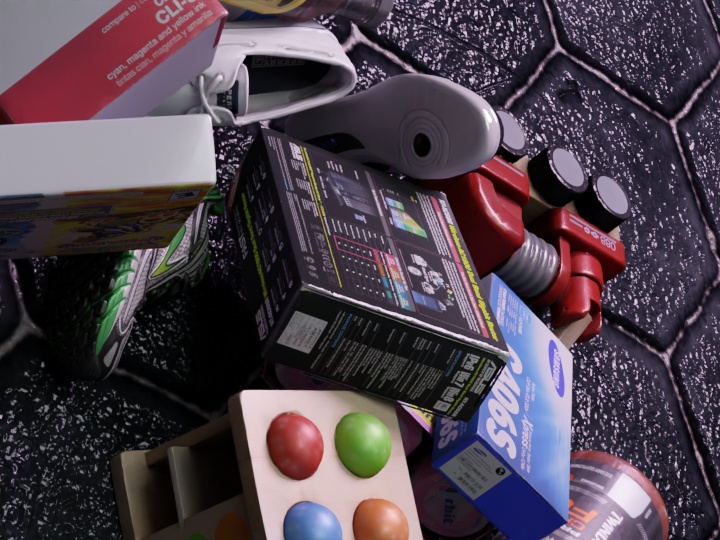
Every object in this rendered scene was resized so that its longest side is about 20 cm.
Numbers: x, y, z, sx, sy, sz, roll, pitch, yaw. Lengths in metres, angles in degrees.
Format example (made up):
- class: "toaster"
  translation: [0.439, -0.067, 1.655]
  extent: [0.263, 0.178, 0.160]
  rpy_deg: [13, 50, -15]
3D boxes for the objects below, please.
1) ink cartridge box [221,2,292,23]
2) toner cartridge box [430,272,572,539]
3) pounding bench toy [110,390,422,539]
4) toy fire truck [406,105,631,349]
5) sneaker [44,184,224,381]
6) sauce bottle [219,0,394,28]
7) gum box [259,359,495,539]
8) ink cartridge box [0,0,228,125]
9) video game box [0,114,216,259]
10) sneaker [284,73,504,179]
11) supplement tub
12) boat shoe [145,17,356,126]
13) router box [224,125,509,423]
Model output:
- class: "ink cartridge box"
  translation: [-0.141, -0.249, 1.351]
  extent: [0.200, 0.084, 0.145]
  rpy_deg: [20, 58, -36]
- class: "toner cartridge box"
  translation: [0.101, 0.094, 1.321]
  extent: [0.095, 0.043, 0.200]
  rpy_deg: [46, 26, -20]
- class: "pounding bench toy"
  translation: [-0.025, 0.153, 1.205]
  extent: [0.200, 0.156, 0.125]
  rpy_deg: [4, 67, -43]
- class: "toy fire truck"
  translation: [0.115, 0.007, 1.459]
  extent: [0.176, 0.129, 0.200]
  rpy_deg: [29, 42, -30]
- class: "sneaker"
  translation: [-0.137, -0.005, 1.236]
  extent: [0.085, 0.078, 0.200]
  rpy_deg: [42, 46, -22]
- class: "sauce bottle"
  translation: [-0.063, -0.208, 1.299]
  extent: [0.200, 0.066, 0.066]
  rpy_deg: [8, 64, -39]
- class: "gum box"
  translation: [0.022, 0.088, 1.325]
  extent: [0.200, 0.066, 0.114]
  rpy_deg: [46, 25, -16]
- class: "ink cartridge box"
  translation: [-0.201, -0.175, 1.159]
  extent: [0.145, 0.145, 0.200]
  rpy_deg: [-39, 90, -10]
- class: "video game box"
  translation: [-0.194, -0.041, 1.072]
  extent: [0.199, 0.182, 0.047]
  rpy_deg: [-4, 83, -14]
- class: "sneaker"
  translation: [0.049, -0.105, 1.378]
  extent: [0.112, 0.200, 0.073]
  rpy_deg: [-7, 97, -44]
- class: "supplement tub"
  translation: [0.138, 0.222, 1.363]
  extent: [0.107, 0.107, 0.200]
  rpy_deg: [54, 43, -8]
- class: "boat shoe"
  translation: [-0.097, -0.132, 1.301]
  extent: [0.199, 0.074, 0.065]
  rpy_deg: [-15, 37, -23]
- class: "router box"
  translation: [0.000, 0.000, 1.241]
  extent: [0.149, 0.062, 0.200]
  rpy_deg: [19, 28, -22]
